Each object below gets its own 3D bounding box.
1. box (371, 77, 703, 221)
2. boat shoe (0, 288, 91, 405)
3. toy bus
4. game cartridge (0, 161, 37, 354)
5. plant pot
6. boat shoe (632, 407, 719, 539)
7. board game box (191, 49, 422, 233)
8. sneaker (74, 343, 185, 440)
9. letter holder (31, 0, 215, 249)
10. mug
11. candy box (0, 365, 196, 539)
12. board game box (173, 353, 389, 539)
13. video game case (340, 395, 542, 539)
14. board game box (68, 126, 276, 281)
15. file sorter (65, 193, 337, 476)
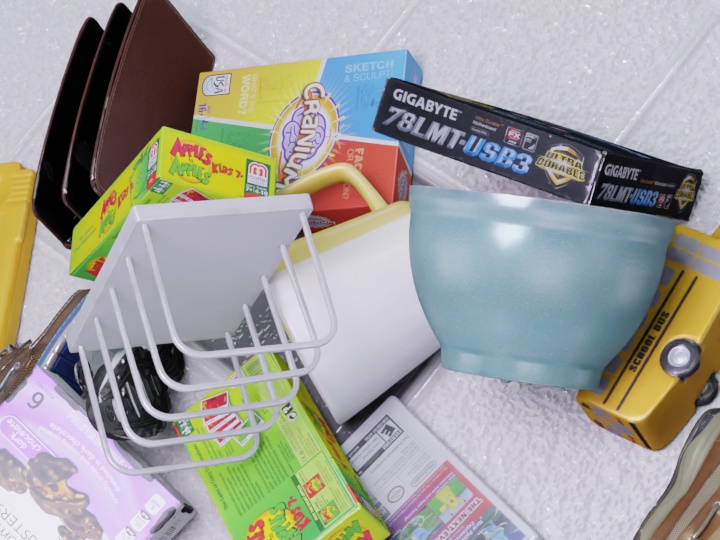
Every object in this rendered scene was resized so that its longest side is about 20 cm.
[{"bbox_3d":[0.141,-0.092,1.711,0.199,0.198,0.050,21,99,30],"label":"box"},{"bbox_3d":[-0.282,0.095,1.868,0.072,0.072,0.201,23,75,32],"label":"boat shoe"},{"bbox_3d":[0.250,0.037,1.678,0.078,0.065,0.201,24,76,32],"label":"toy bus"},{"bbox_3d":[-0.382,-0.001,1.983,0.175,0.032,0.201,-5,64,20],"label":"game cartridge"},{"bbox_3d":[0.126,0.016,1.625,0.199,0.200,0.135,7,89,26],"label":"plant pot"},{"bbox_3d":[0.248,0.196,1.593,0.074,0.076,0.201,21,75,27],"label":"boat shoe"},{"bbox_3d":[-0.051,-0.107,1.892,0.199,0.040,0.154,-5,63,21],"label":"board game box"},{"bbox_3d":[-0.197,0.091,1.783,0.079,0.200,0.074,-15,104,9],"label":"sneaker"},{"bbox_3d":[-0.221,-0.136,1.918,0.100,0.142,0.201,3,66,24],"label":"letter holder"},{"bbox_3d":[0.003,0.005,1.746,0.153,0.149,0.187,-29,92,-3],"label":"mug"},{"bbox_3d":[-0.262,0.209,1.769,0.168,0.072,0.200,42,86,12],"label":"candy box"},{"bbox_3d":[-0.065,0.162,1.719,0.101,0.048,0.200,-40,44,6],"label":"board game box"},{"bbox_3d":[0.014,0.224,1.708,0.200,0.023,0.182,-45,56,-4],"label":"video game case"},{"bbox_3d":[-0.157,-0.043,1.804,0.200,0.101,0.048,-40,41,53],"label":"board game box"},{"bbox_3d":[-0.115,0.050,1.622,0.138,0.200,0.125,-6,62,-26],"label":"file sorter"}]
